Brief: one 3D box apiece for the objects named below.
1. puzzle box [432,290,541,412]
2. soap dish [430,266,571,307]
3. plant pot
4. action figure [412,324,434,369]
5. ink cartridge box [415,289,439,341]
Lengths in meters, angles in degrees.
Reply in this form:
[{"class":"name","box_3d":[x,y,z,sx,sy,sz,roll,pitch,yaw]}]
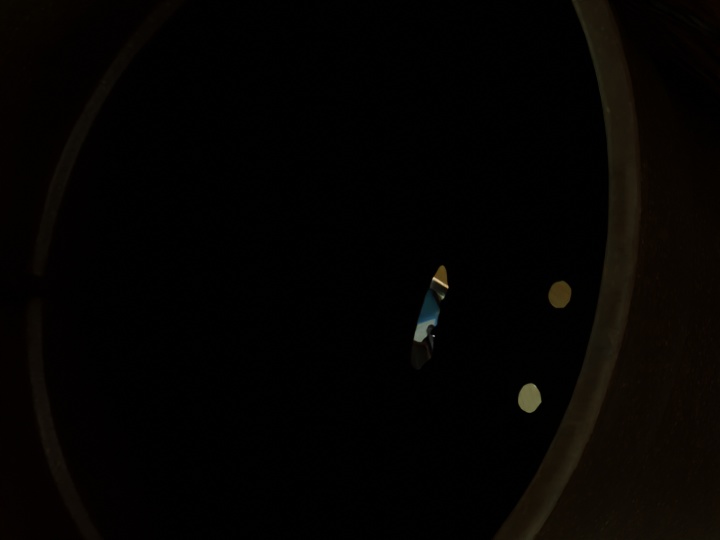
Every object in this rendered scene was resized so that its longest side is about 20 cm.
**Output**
[{"class":"puzzle box","box_3d":[0.055,0.021,0.956,0.200,0.025,0.133,-112,3,-49]},{"class":"soap dish","box_3d":[0.061,-0.019,0.766,0.157,0.081,0.200,32,-179,31]},{"class":"plant pot","box_3d":[0.018,0.008,0.508,0.200,0.201,0.198,32,-171,32]},{"class":"action figure","box_3d":[0.000,0.000,0.923,0.130,0.069,0.200,65,-167,-10]},{"class":"ink cartridge box","box_3d":[-0.028,-0.037,1.088,0.116,0.068,0.200,97,152,-71]}]
